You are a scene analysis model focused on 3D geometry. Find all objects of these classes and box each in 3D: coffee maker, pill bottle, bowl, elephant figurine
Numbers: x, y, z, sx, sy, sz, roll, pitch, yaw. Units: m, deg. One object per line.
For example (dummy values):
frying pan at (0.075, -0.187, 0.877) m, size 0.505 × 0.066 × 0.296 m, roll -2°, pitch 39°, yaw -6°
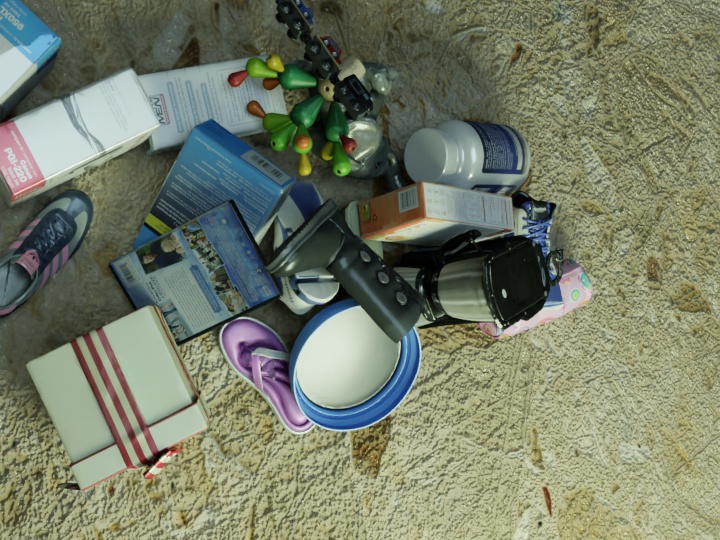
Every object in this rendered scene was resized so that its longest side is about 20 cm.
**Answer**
coffee maker at (0.163, 0.023, 1.294) m, size 0.191 × 0.199 × 0.137 m, roll 9°, pitch 80°, yaw -44°
pill bottle at (0.158, -0.168, 1.330) m, size 0.199 × 0.110 × 0.113 m, roll -5°, pitch 91°, yaw -47°
bowl at (-0.009, 0.131, 1.259) m, size 0.198 × 0.039 × 0.203 m, roll -10°, pitch 117°, yaw -21°
elephant figurine at (-0.008, -0.194, 1.280) m, size 0.153 × 0.141 × 0.203 m, roll 4°, pitch 99°, yaw 16°

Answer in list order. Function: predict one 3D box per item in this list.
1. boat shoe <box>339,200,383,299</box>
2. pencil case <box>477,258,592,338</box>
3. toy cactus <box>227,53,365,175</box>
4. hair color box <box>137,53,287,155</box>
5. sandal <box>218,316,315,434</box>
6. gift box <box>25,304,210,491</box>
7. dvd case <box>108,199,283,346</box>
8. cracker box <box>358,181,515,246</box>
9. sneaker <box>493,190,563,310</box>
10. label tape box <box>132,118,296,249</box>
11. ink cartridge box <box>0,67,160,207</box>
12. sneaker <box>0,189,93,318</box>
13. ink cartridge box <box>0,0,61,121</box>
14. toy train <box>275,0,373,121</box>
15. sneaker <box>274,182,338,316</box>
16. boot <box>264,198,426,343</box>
boat shoe at (0.000, 0.000, 1.312) m, size 0.071 × 0.060 × 0.204 m, roll -24°, pitch 100°, yaw -48°
pencil case at (0.277, 0.044, 1.428) m, size 0.198 × 0.087 × 0.089 m, roll -16°, pitch 96°, yaw -25°
toy cactus at (-0.064, -0.227, 1.180) m, size 0.165 × 0.102 × 0.200 m, roll -44°, pitch 82°, yaw -8°
hair color box at (-0.207, -0.229, 1.224) m, size 0.198 × 0.060 × 0.100 m, roll -16°, pitch 96°, yaw -25°
sandal at (-0.120, 0.146, 1.262) m, size 0.082 × 0.050 × 0.203 m, roll -43°, pitch 107°, yaw -19°
gift box at (-0.300, 0.167, 1.103) m, size 0.198 × 0.185 × 0.188 m, roll -27°, pitch 91°, yaw -4°
dvd case at (-0.218, 0.011, 1.172) m, size 0.198 × 0.018 × 0.144 m, roll -25°, pitch 104°, yaw 16°
cracker box at (0.113, -0.078, 1.297) m, size 0.198 × 0.133 × 0.059 m, roll 5°, pitch 76°, yaw -43°
sneaker at (0.258, -0.043, 1.359) m, size 0.079 × 0.116 × 0.201 m, roll -5°, pitch 58°, yaw -16°
label tape box at (-0.197, -0.077, 1.187) m, size 0.143 × 0.066 × 0.201 m, roll 35°, pitch 116°, yaw 1°
ink cartridge box at (-0.363, -0.164, 1.103) m, size 0.199 × 0.145 × 0.085 m, roll -33°, pitch 101°, yaw -21°
sneaker at (-0.404, -0.020, 1.117) m, size 0.070 × 0.082 × 0.201 m, roll 39°, pitch 74°, yaw -18°
ink cartridge box at (-0.460, -0.218, 1.060) m, size 0.084 × 0.144 × 0.201 m, roll 42°, pitch 73°, yaw -16°
toy train at (-0.046, -0.281, 1.151) m, size 0.046 × 0.034 × 0.201 m, roll -30°, pitch 80°, yaw -28°
sneaker at (-0.100, -0.020, 1.253) m, size 0.080 × 0.115 × 0.202 m, roll 5°, pitch 57°, yaw -30°
boot at (-0.013, 0.020, 1.156) m, size 0.200 × 0.065 × 0.165 m, roll 50°, pitch 43°, yaw -8°
